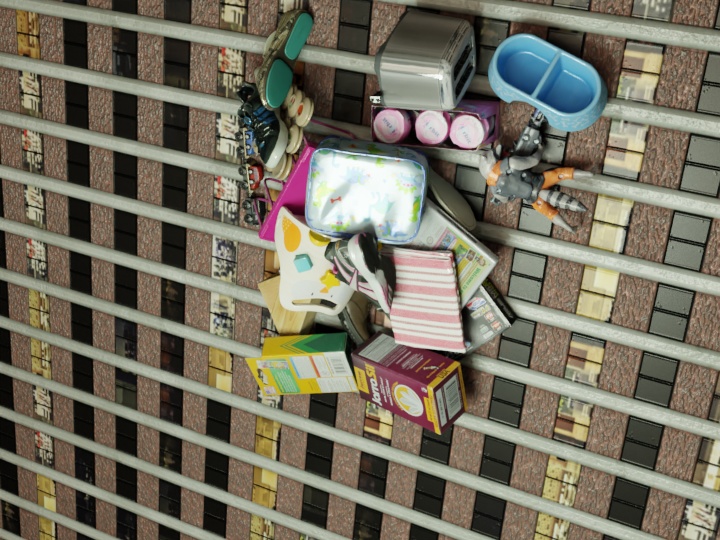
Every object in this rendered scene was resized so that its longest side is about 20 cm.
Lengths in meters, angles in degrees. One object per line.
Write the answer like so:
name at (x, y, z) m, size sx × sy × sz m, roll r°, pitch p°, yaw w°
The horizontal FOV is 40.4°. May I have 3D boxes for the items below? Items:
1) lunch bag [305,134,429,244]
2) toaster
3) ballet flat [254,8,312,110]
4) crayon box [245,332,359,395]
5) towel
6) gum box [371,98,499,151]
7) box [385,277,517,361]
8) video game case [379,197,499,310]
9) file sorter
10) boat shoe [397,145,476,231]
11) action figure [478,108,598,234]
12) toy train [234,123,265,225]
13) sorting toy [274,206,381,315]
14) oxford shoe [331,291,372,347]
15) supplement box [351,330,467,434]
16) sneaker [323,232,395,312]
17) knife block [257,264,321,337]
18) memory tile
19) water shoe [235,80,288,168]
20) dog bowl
lunch bag at (0.009, -0.129, 1.615) m, size 0.198 × 0.083 × 0.162 m, roll 8°, pitch 114°, yaw 5°
toaster at (0.106, -0.331, 1.573) m, size 0.128 × 0.201 × 0.114 m, roll 10°, pitch 137°, yaw 22°
ballet flat at (-0.146, -0.369, 1.720) m, size 0.075 × 0.068 × 0.201 m, roll 7°, pitch 71°, yaw 37°
crayon box at (-0.108, 0.182, 1.891) m, size 0.198 × 0.052 × 0.126 m, roll -5°, pitch 137°, yaw 14°
towel at (0.112, 0.051, 1.718) m, size 0.145 × 0.030 × 0.201 m, roll 7°, pitch 122°, yaw 33°
gum box at (0.131, -0.247, 1.634) m, size 0.199 × 0.113 × 0.067 m, roll 8°, pitch 112°, yaw 24°
box at (0.160, 0.078, 1.776) m, size 0.200 × 0.044 × 0.161 m, roll -37°, pitch 90°, yaw 32°
video game case at (0.123, -0.011, 1.705) m, size 0.182 × 0.022 × 0.200 m, roll 41°, pitch 132°, yaw 9°
file sorter at (-0.091, -0.155, 1.751) m, size 0.201 × 0.138 × 0.126 m, roll -58°, pitch 34°, yaw 29°
boat shoe at (0.117, -0.132, 1.705) m, size 0.200 × 0.075 × 0.062 m, roll 45°, pitch 120°, yaw 7°
action figure at (0.285, -0.164, 1.592) m, size 0.192 × 0.105 × 0.201 m, roll 18°, pitch 122°, yaw 6°
toy train at (-0.208, -0.183, 1.876) m, size 0.045 × 0.034 × 0.202 m, roll 3°, pitch 109°, yaw 22°
sorting toy at (-0.060, -0.002, 1.727) m, size 0.181 × 0.199 × 0.107 m, roll -69°, pitch 29°, yaw 28°
oxford shoe at (-0.005, 0.071, 1.840) m, size 0.084 × 0.073 × 0.201 m, roll -30°, pitch 117°, yaw -9°
supplement box at (0.088, 0.202, 1.787) m, size 0.199 × 0.085 × 0.111 m, roll 19°, pitch 132°, yaw 40°
sneaker at (0.000, 0.000, 1.650) m, size 0.086 × 0.081 × 0.200 m, roll -1°, pitch 144°, yaw 22°
knife block at (-0.100, 0.036, 1.882) m, size 0.175 × 0.064 × 0.201 m, roll -18°, pitch 99°, yaw 31°
memory tile at (-0.141, -0.255, 1.735) m, size 0.017 × 0.200 × 0.154 m, roll 15°, pitch 108°, yaw -27°
water shoe at (-0.179, -0.253, 1.701) m, size 0.078 × 0.201 × 0.072 m, roll 15°, pitch 128°, yaw -27°
dog bowl at (0.293, -0.301, 1.543) m, size 0.199 × 0.050 × 0.112 m, roll 31°, pitch 90°, yaw 15°
